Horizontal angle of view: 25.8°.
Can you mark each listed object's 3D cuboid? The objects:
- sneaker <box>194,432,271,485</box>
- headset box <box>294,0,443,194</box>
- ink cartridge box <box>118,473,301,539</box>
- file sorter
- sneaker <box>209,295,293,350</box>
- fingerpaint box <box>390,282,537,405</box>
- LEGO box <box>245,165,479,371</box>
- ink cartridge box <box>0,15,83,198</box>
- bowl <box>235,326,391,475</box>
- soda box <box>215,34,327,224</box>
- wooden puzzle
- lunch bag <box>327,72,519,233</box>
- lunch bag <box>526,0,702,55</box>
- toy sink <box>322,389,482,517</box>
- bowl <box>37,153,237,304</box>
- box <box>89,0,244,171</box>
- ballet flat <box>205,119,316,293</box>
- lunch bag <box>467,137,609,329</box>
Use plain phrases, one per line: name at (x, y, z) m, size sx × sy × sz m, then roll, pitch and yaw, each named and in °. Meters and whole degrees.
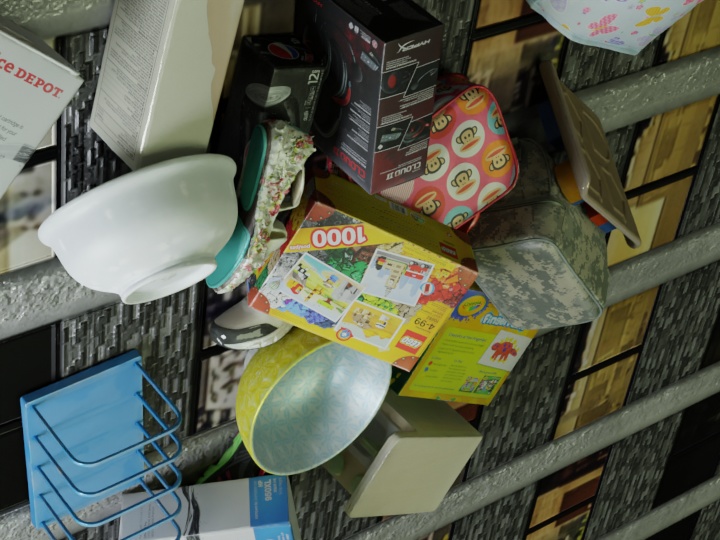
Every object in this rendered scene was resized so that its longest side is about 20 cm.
sneaker at (-0.144, 0.267, 1.902) m, size 0.077 × 0.084 × 0.200 m, roll 14°, pitch 115°, yaw -49°
headset box at (0.002, -0.185, 1.569) m, size 0.075 × 0.149 × 0.200 m, roll -22°, pitch 138°, yaw -29°
ink cartridge box at (-0.173, 0.324, 1.850) m, size 0.200 × 0.084 × 0.145 m, roll -7°, pitch 132°, yaw 0°
file sorter at (-0.270, 0.216, 1.696) m, size 0.139 × 0.123 × 0.200 m, roll -23°, pitch 138°, yaw -30°
sneaker at (-0.088, 0.020, 1.754) m, size 0.200 × 0.074 × 0.080 m, roll -30°, pitch 127°, yaw -29°
fingerpaint box at (0.129, 0.080, 2.011) m, size 0.200 × 0.073 × 0.167 m, roll 10°, pitch 117°, yaw -50°
LEGO box at (0.000, 0.000, 1.673) m, size 0.200 × 0.077 × 0.149 m, roll 23°, pitch 118°, yaw -21°
ink cartridge box at (-0.352, -0.126, 1.321) m, size 0.200 × 0.084 × 0.146 m, roll -52°, pitch 144°, yaw 7°
bowl at (-0.073, 0.126, 1.821) m, size 0.200 × 0.108 × 0.200 m, roll -26°, pitch 140°, yaw -25°
soda box at (-0.098, -0.133, 1.582) m, size 0.063 × 0.071 × 0.200 m, roll -7°, pitch 129°, yaw -34°
wooden puzzle at (0.264, -0.132, 1.878) m, size 0.046 × 0.185 × 0.200 m, roll -23°, pitch 151°, yaw 19°
lunch bag at (0.077, -0.103, 1.740) m, size 0.200 × 0.082 × 0.176 m, roll -32°, pitch 122°, yaw -13°
lunch bag at (0.288, -0.334, 1.705) m, size 0.200 × 0.127 × 0.170 m, roll -2°, pitch 151°, yaw -50°
toy sink at (0.038, 0.231, 2.031) m, size 0.200 × 0.112 × 0.130 m, roll 6°, pitch 119°, yaw -53°
bowl at (-0.195, -0.028, 1.488) m, size 0.201 × 0.090 × 0.201 m, roll -23°, pitch 170°, yaw -4°
box at (-0.176, -0.197, 1.427) m, size 0.078 × 0.095 × 0.200 m, roll -12°, pitch 133°, yaw -40°
ballet flat at (-0.094, -0.057, 1.543) m, size 0.064 × 0.076 × 0.200 m, roll 4°, pitch 126°, yaw -29°
lunch bag at (0.216, -0.044, 1.900) m, size 0.200 × 0.139 × 0.168 m, roll 47°, pitch 45°, yaw -44°
